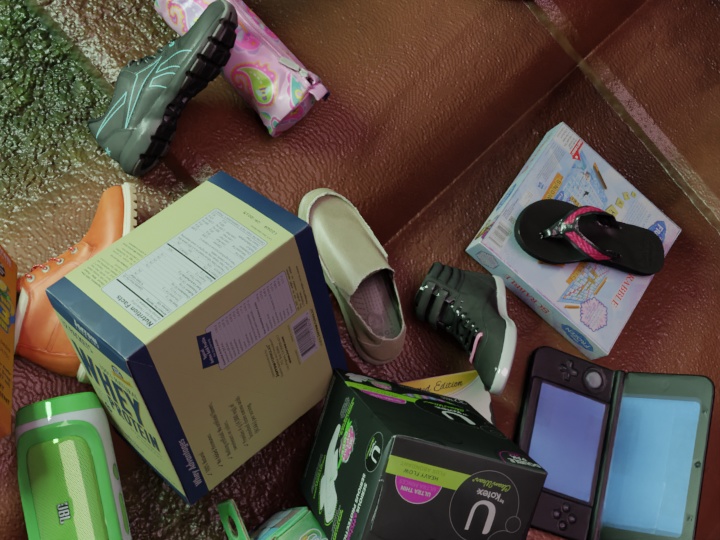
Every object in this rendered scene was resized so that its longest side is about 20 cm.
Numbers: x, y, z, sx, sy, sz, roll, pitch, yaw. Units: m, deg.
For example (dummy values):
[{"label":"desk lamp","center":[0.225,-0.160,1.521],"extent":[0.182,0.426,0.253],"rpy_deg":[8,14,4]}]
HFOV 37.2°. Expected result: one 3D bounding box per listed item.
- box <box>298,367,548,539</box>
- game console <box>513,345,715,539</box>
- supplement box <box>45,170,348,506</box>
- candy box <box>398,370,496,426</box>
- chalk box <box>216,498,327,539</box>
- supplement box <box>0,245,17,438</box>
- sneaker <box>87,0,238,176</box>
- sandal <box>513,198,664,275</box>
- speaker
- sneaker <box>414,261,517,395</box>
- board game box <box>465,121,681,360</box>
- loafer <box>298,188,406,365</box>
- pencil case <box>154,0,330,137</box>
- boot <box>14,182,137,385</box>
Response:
[{"label":"box","center":[0.047,0.185,0.947],"extent":[0.147,0.200,0.125],"rpy_deg":[15,97,-17]},{"label":"game console","center":[0.267,0.191,1.160],"extent":[0.175,0.116,0.202],"rpy_deg":[21,70,-15]},{"label":"supplement box","center":[-0.140,0.060,0.975],"extent":[0.199,0.134,0.201],"rpy_deg":[-37,136,-25]},{"label":"candy box","center":[0.080,0.213,1.112],"extent":[0.135,0.061,0.202],"rpy_deg":[-8,79,-22]},{"label":"chalk box","center":[-0.079,0.304,0.995],"extent":[0.124,0.124,0.201],"rpy_deg":[-37,90,-25]},{"label":"supplement box","center":[-0.344,0.055,0.931],"extent":[0.068,0.067,0.201],"rpy_deg":[-20,49,3]},{"label":"sneaker","center":[-0.199,-0.194,1.073],"extent":[0.079,0.075,0.201],"rpy_deg":[38,96,9]},{"label":"sandal","center":[0.266,-0.040,1.210],"extent":[0.198,0.045,0.076],"rpy_deg":[10,73,-19]},{"label":"speaker","center":[-0.257,0.217,0.970],"extent":[0.088,0.088,0.202],"rpy_deg":[-10,80,-23]},{"label":"sneaker","center":[0.105,0.059,1.120],"extent":[0.098,0.071,0.200],"rpy_deg":[14,28,-7]},{"label":"board game box","center":[0.252,-0.036,1.252],"extent":[0.199,0.041,0.200],"rpy_deg":[41,66,-7]},{"label":"loafer","center":[0.000,0.000,1.131],"extent":[0.075,0.068,0.201],"rpy_deg":[-25,86,-24]},{"label":"pencil case","center":[-0.125,-0.237,1.135],"extent":[0.200,0.087,0.087],"rpy_deg":[46,66,-3]},{"label":"boot","center":[-0.274,0.000,1.027],"extent":[0.106,0.075,0.202],"rpy_deg":[16,72,-11]}]
